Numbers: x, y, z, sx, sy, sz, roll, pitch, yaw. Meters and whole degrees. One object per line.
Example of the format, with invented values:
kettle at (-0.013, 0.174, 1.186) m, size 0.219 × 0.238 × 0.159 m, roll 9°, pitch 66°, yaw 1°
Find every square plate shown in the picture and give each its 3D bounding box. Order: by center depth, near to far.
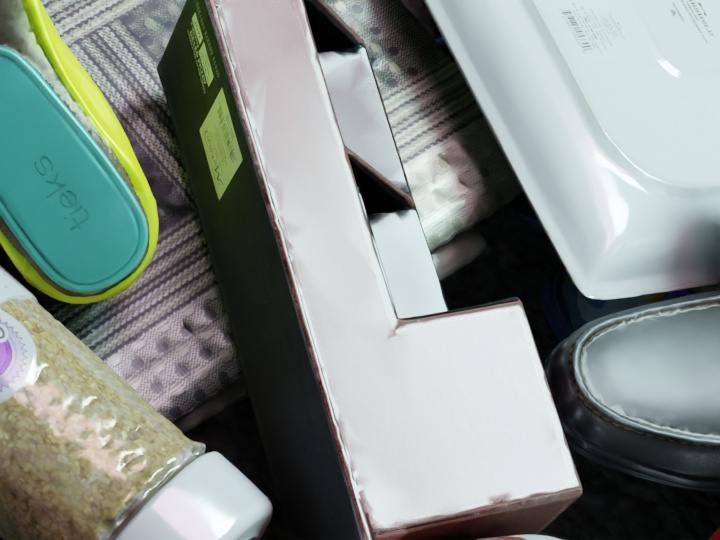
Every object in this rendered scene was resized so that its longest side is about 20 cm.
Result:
square plate at (0.116, -0.086, 1.023) m, size 0.198 × 0.028 × 0.200 m, roll -7°, pitch 61°, yaw -39°

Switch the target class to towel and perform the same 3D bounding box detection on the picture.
towel at (-0.062, -0.050, 0.986) m, size 0.200 × 0.035 × 0.193 m, roll -33°, pitch 74°, yaw -23°

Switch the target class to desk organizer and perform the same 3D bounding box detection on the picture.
desk organizer at (0.000, 0.000, 0.915) m, size 0.077 × 0.072 × 0.200 m, roll -10°, pitch 71°, yaw -20°

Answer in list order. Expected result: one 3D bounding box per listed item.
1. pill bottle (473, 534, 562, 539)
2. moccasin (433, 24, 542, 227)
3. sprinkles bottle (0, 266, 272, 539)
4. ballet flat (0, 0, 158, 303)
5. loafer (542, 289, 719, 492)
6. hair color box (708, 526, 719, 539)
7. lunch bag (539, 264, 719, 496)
pill bottle at (0.022, 0.139, 0.841) m, size 0.200 × 0.112 × 0.112 m, roll -5°, pitch 55°, yaw -32°
moccasin at (0.054, -0.088, 1.077) m, size 0.068 × 0.080 × 0.200 m, roll 48°, pitch 13°, yaw -31°
sprinkles bottle at (-0.122, 0.036, 0.885) m, size 0.200 × 0.068 × 0.068 m, roll 40°, pitch 44°, yaw 9°
ballet flat at (-0.130, -0.078, 0.894) m, size 0.200 × 0.067 × 0.067 m, roll 60°, pitch -2°, yaw -14°
loafer at (0.160, 0.029, 0.940) m, size 0.200 × 0.072 × 0.073 m, roll -3°, pitch 65°, yaw -19°
hair color box at (0.190, 0.088, 0.918) m, size 0.111 × 0.200 × 0.064 m, roll 3°, pitch 52°, yaw -28°
lunch bag at (0.178, 0.010, 1.068) m, size 0.161 × 0.082 × 0.200 m, roll 42°, pitch 44°, yaw 12°
